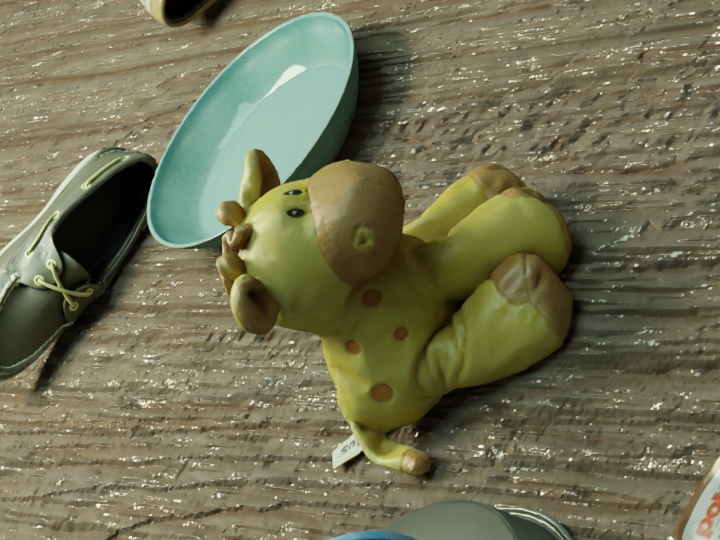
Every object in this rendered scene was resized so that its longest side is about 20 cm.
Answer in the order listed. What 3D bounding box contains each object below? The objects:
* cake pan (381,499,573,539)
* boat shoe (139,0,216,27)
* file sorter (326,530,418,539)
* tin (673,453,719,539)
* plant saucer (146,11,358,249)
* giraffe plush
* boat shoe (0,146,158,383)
[{"bbox_3d":[0.029,0.199,1.328,0.200,0.037,0.200,-35,32,26],"label":"cake pan"},{"bbox_3d":[-0.092,-0.264,2.019,0.200,0.074,0.066,-45,41,14],"label":"boat shoe"},{"bbox_3d":[0.004,0.233,1.168,0.123,0.139,0.200,-23,57,35],"label":"file sorter"},{"bbox_3d":[0.217,0.119,1.152,0.112,0.042,0.200,-55,28,-17],"label":"tin"},{"bbox_3d":[-0.066,-0.089,1.803,0.200,0.036,0.200,-35,32,26],"label":"plant saucer"},{"bbox_3d":[0.000,0.000,1.468,0.200,0.162,0.173,-48,29,4],"label":"giraffe plush"},{"bbox_3d":[-0.214,-0.006,1.882,0.202,0.072,0.060,-57,24,-19],"label":"boat shoe"}]
